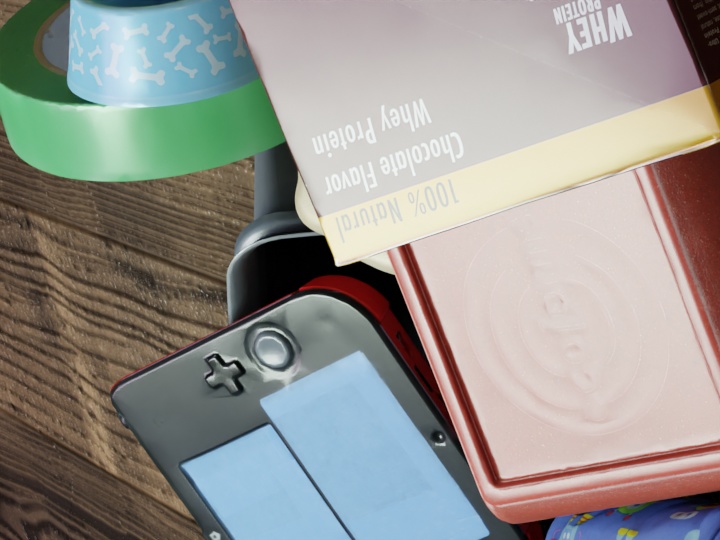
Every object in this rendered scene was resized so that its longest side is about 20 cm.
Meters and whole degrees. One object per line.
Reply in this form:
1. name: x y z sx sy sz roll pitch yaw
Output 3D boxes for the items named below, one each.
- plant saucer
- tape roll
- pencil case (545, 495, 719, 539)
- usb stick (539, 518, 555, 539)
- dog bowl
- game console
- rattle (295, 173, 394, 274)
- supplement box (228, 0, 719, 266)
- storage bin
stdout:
1. plant saucer: 0.099 0.021 1.349 0.200 0.037 0.200 -13 102 41
2. tape roll: -0.098 -0.116 1.577 0.200 0.200 0.048 35 145 54
3. pencil case: 0.159 0.142 1.399 0.078 0.087 0.200 69 161 -5
4. usb stick: 0.086 0.145 1.664 0.200 0.033 0.056 2 111 68
5. dog bowl: -0.077 -0.147 1.510 0.111 0.200 0.050 6 120 28
6. game console: -0.016 0.109 1.525 0.177 0.031 0.200 -28 103 31
7. rattle: 0.077 -0.054 1.446 0.200 0.143 0.130 5 82 26
8. supplement box: 0.060 -0.135 1.147 0.197 0.133 0.200 -18 97 39
9. storage bin: 0.000 0.000 1.593 0.200 0.145 0.134 87 178 -47
